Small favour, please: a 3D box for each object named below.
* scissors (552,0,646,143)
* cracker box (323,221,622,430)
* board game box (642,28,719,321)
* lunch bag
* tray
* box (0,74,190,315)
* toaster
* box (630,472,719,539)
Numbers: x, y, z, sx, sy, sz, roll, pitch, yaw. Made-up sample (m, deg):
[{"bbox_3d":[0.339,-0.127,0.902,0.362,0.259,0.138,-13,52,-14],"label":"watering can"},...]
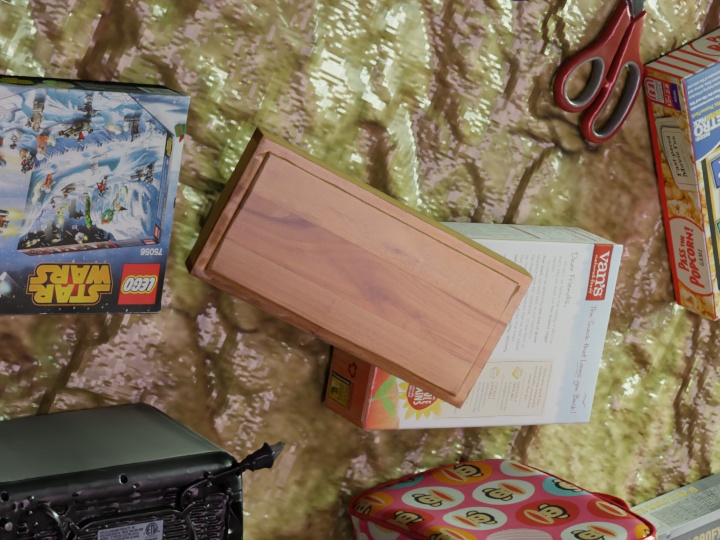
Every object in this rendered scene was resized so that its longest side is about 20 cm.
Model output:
[{"bbox_3d":[0.197,-0.188,1.390,0.073,0.014,0.201,29,88,-36],"label":"scissors"},{"bbox_3d":[0.080,0.037,1.357,0.199,0.058,0.135,2,104,-34],"label":"cracker box"},{"bbox_3d":[0.293,-0.084,1.470,0.151,0.046,0.201,-26,120,-25],"label":"board game box"},{"bbox_3d":[0.106,0.189,1.342,0.176,0.200,0.082,-15,110,-29],"label":"lunch bag"},{"bbox_3d":[0.000,0.000,1.249,0.199,0.037,0.099,27,97,-14],"label":"tray"},{"bbox_3d":[-0.202,-0.044,1.144,0.199,0.040,0.138,1,105,-35],"label":"box"},{"bbox_3d":[-0.164,0.184,1.201,0.199,0.119,0.182,-6,110,-33],"label":"toaster"},{"bbox_3d":[0.227,0.265,1.547,0.199,0.048,0.159,-18,115,-29],"label":"box"}]
